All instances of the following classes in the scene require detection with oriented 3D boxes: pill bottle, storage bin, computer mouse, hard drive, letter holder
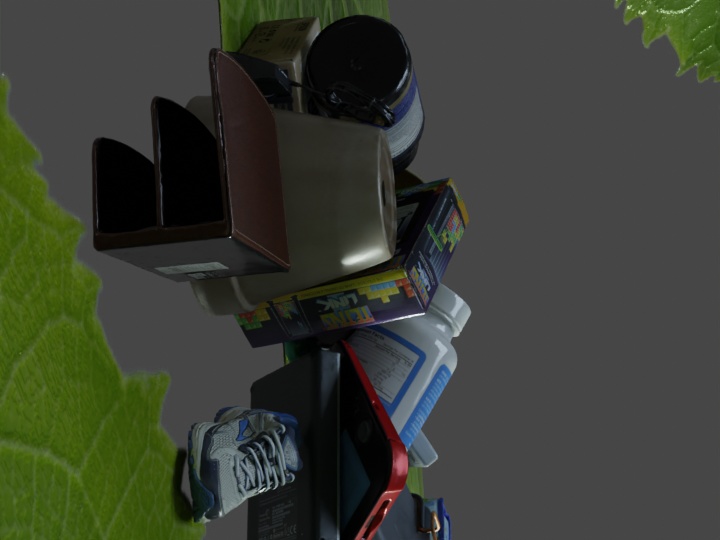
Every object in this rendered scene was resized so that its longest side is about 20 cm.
[{"bbox_3d":[0.010,-0.177,1.423,0.200,0.110,0.113,67,21,-69],"label":"pill bottle"},{"bbox_3d":[0.006,0.269,1.444,0.201,0.144,0.136,-79,153,-61],"label":"storage bin"},{"bbox_3d":[-0.059,-0.158,1.218,0.034,0.198,0.059,-62,152,-18],"label":"computer mouse"},{"bbox_3d":[0.032,0.107,1.377,0.201,0.112,0.112,-57,161,-13],"label":"pill bottle"},{"bbox_3d":[-0.066,0.189,1.268,0.139,0.033,0.202,-30,-126,53],"label":"hard drive"},{"bbox_3d":[-0.125,-0.076,1.000,0.200,0.099,0.144,39,46,-79],"label":"letter holder"}]

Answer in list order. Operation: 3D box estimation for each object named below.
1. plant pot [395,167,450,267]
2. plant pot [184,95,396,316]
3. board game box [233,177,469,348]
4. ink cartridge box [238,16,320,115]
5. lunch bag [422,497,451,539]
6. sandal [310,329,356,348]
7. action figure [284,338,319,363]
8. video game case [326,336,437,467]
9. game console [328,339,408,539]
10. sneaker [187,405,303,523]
[{"bbox_3d":[-0.006,0.001,1.571,0.201,0.184,0.188,115,-19,-54],"label":"plant pot"},{"bbox_3d":[-0.059,-0.065,1.198,0.200,0.171,0.203,-5,90,-81],"label":"plant pot"},{"bbox_3d":[-0.008,-0.008,1.301,0.057,0.198,0.166,62,33,-26],"label":"board game box"},{"bbox_3d":[-0.080,-0.170,1.435,0.200,0.074,0.167,-77,161,-65],"label":"ink cartridge box"},{"bbox_3d":[0.030,0.393,1.646,0.128,0.168,0.202,68,19,-64],"label":"lunch bag"},{"bbox_3d":[0.000,0.000,1.416,0.075,0.045,0.200,45,54,-9],"label":"sandal"},{"bbox_3d":[-0.079,0.023,1.431,0.118,0.054,0.202,53,28,-73],"label":"action figure"},{"bbox_3d":[0.003,0.139,1.517,0.201,0.024,0.182,55,-15,-1],"label":"video game case"},{"bbox_3d":[-0.032,0.194,1.263,0.201,0.031,0.177,-61,-141,27],"label":"game console"},{"bbox_3d":[-0.096,0.159,1.149,0.200,0.084,0.078,-57,143,-76],"label":"sneaker"}]
